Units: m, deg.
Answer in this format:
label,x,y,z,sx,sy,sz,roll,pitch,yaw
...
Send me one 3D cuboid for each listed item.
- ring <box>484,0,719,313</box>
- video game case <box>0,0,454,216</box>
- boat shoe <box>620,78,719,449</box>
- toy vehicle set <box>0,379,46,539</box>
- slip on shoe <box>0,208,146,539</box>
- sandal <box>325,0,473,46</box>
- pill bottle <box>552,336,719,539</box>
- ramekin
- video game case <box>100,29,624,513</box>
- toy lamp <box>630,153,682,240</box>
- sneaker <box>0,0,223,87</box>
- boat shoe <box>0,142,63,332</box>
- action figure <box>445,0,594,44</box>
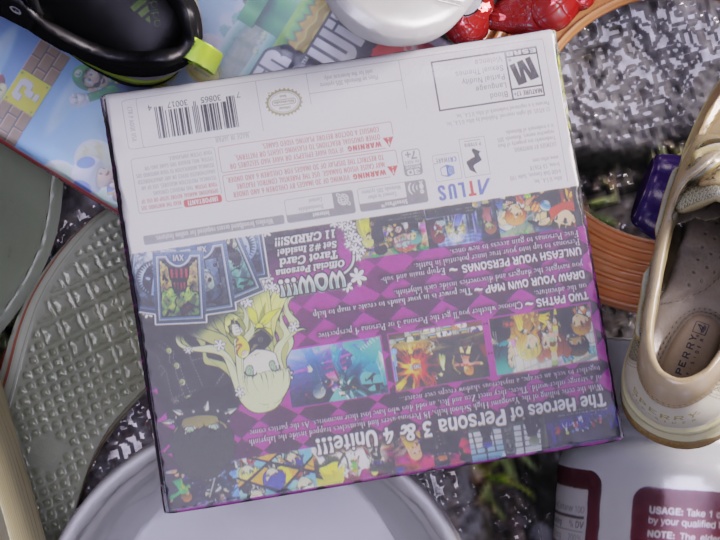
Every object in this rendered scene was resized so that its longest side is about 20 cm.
label,x,y,z,sx,sy,sz,roll,pitch,yaw
ring,0.145,-0.068,1.158,0.200,0.019,0.201,-2,63,4
video game case,-0.069,-0.084,1.126,0.200,0.017,0.143,32,85,3
boat shoe,0.162,-0.023,1.087,0.072,0.065,0.200,18,66,13
toy vehicle set,-0.231,0.125,1.135,0.200,0.026,0.125,-25,76,26
slip on shoe,-0.141,0.059,1.173,0.074,0.061,0.200,28,77,-22
sandal,0.013,-0.163,1.140,0.082,0.050,0.203,16,46,-14
pill bottle,0.142,0.133,1.146,0.114,0.114,0.201,5,90,0
ramekin,-0.044,0.164,1.150,0.199,0.105,0.201,0,89,1
video game case,0.000,0.000,1.089,0.199,0.036,0.182,-9,85,-5
toy lamp,0.224,-0.005,1.175,0.199,0.058,0.058,18,90,0
sneaker,-0.144,-0.141,1.057,0.200,0.083,0.072,26,90,-15
boat shoe,-0.173,-0.053,1.175,0.072,0.061,0.202,19,90,-22
action figure,0.120,-0.153,1.147,0.200,0.065,0.052,-32,108,-18
